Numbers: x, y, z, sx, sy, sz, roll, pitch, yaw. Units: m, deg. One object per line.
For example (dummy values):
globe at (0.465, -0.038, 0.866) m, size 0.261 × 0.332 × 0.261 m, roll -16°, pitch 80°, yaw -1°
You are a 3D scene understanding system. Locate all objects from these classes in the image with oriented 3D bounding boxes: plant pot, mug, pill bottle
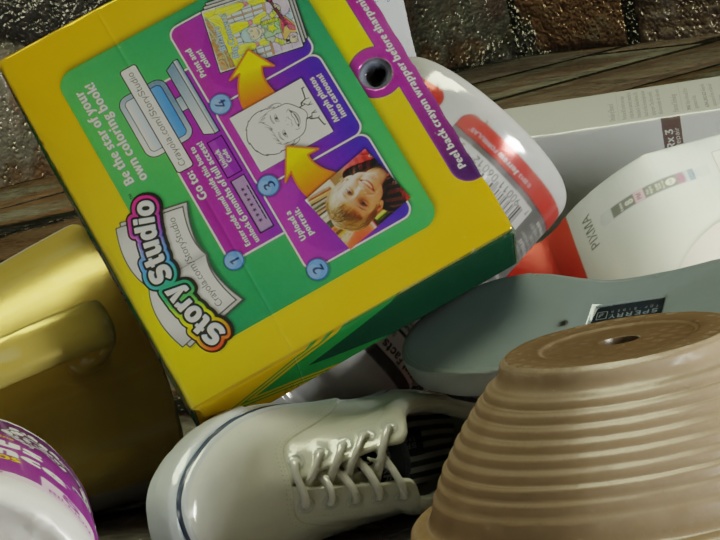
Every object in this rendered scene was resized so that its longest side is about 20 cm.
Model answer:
plant pot at (0.114, 0.073, 1.094) m, size 0.201 × 0.093 × 0.201 m, roll -11°, pitch 8°, yaw 2°
mug at (-0.190, 0.059, 1.349) m, size 0.153 × 0.187 × 0.149 m, roll -22°, pitch 49°, yaw -17°
pill bottle at (-0.160, 0.118, 1.058) m, size 0.112 × 0.112 × 0.200 m, roll -12°, pitch 8°, yaw -8°
pill bottle at (0.000, 0.000, 1.324) m, size 0.200 × 0.116 × 0.116 m, roll -48°, pitch 16°, yaw -8°

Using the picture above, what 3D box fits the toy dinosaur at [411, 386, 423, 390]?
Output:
toy dinosaur at (0.005, 0.057, 1.488) m, size 0.200 × 0.077 × 0.102 m, roll 8°, pitch 38°, yaw 47°

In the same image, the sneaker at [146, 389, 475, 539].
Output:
sneaker at (-0.012, 0.088, 1.211) m, size 0.071 × 0.073 × 0.200 m, roll -11°, pitch 5°, yaw 43°

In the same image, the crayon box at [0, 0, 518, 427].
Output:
crayon box at (-0.049, -0.051, 1.252) m, size 0.172 × 0.200 × 0.058 m, roll -29°, pitch -17°, yaw -4°

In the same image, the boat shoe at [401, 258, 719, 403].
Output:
boat shoe at (0.120, 0.053, 1.221) m, size 0.200 × 0.091 × 0.071 m, roll -6°, pitch 39°, yaw 31°

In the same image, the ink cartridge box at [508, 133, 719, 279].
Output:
ink cartridge box at (0.139, 0.012, 1.317) m, size 0.200 × 0.057 × 0.163 m, roll -13°, pitch 41°, yaw -2°

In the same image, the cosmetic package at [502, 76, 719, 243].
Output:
cosmetic package at (0.147, -0.041, 1.505) m, size 0.200 × 0.113 × 0.081 m, roll -11°, pitch 17°, yaw 5°

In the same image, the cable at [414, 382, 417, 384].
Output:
cable at (-0.045, 0.057, 1.440) m, size 0.200 × 0.097 × 0.050 m, roll -1°, pitch -30°, yaw 41°

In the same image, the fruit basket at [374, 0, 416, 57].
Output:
fruit basket at (-0.047, -0.056, 1.380) m, size 0.200 × 0.094 × 0.185 m, roll -30°, pitch -30°, yaw -9°
